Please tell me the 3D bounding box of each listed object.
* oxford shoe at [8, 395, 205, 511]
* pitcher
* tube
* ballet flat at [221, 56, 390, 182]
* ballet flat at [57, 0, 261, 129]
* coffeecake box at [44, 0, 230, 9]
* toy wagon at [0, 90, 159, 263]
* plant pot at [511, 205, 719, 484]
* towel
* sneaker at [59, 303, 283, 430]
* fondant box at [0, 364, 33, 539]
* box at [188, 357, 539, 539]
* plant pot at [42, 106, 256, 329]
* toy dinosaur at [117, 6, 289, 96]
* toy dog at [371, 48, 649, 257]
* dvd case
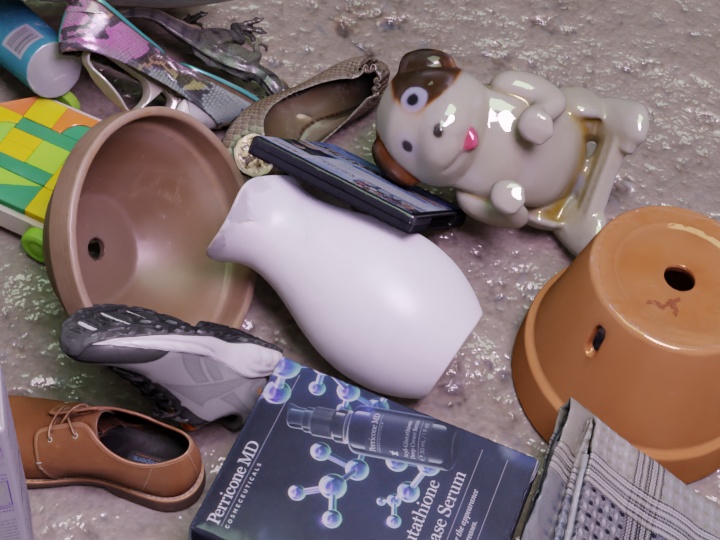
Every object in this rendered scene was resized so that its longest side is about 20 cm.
[{"bbox_3d":[-0.209,0.117,0.953,0.198,0.072,0.072,9,54,1],"label":"oxford shoe"},{"bbox_3d":[0.000,0.000,1.041,0.199,0.122,0.172,35,27,6],"label":"pitcher"},{"bbox_3d":[-0.318,-0.216,1.190,0.077,0.051,0.200,-22,41,-28],"label":"tube"},{"bbox_3d":[-0.044,-0.136,1.168,0.199,0.046,0.068,-35,106,-32],"label":"ballet flat"},{"bbox_3d":[-0.176,-0.160,1.144,0.199,0.069,0.072,30,77,-31],"label":"ballet flat"},{"bbox_3d":[-0.228,-0.275,1.164,0.198,0.074,0.153,-3,8,-29],"label":"coffeecake box"},{"bbox_3d":[-0.241,-0.077,1.113,0.198,0.040,0.156,23,54,10],"label":"toy wagon"},{"bbox_3d":[0.228,0.046,1.021,0.198,0.141,0.202,4,52,-5],"label":"plant pot"},{"bbox_3d":[0.195,0.210,0.913,0.199,0.035,0.193,35,52,-12],"label":"towel"},{"bbox_3d":[-0.131,0.072,0.934,0.074,0.199,0.080,18,89,38],"label":"sneaker"},{"bbox_3d":[-0.289,0.141,0.840,0.143,0.201,0.059,-8,52,-13],"label":"fondant box"},{"bbox_3d":[0.002,0.177,0.911,0.198,0.108,0.149,20,54,9],"label":"box"},{"bbox_3d":[-0.176,-0.020,1.019,0.092,0.201,0.202,-5,42,37],"label":"plant pot"},{"bbox_3d":[-0.136,-0.210,1.213,0.198,0.048,0.088,25,31,-3],"label":"toy dinosaur"},{"bbox_3d":[0.109,-0.116,1.100,0.198,0.140,0.194,10,27,-31],"label":"toy dog"},{"bbox_3d":[0.004,-0.070,1.073,0.142,0.018,0.200,28,10,12],"label":"dvd case"}]
